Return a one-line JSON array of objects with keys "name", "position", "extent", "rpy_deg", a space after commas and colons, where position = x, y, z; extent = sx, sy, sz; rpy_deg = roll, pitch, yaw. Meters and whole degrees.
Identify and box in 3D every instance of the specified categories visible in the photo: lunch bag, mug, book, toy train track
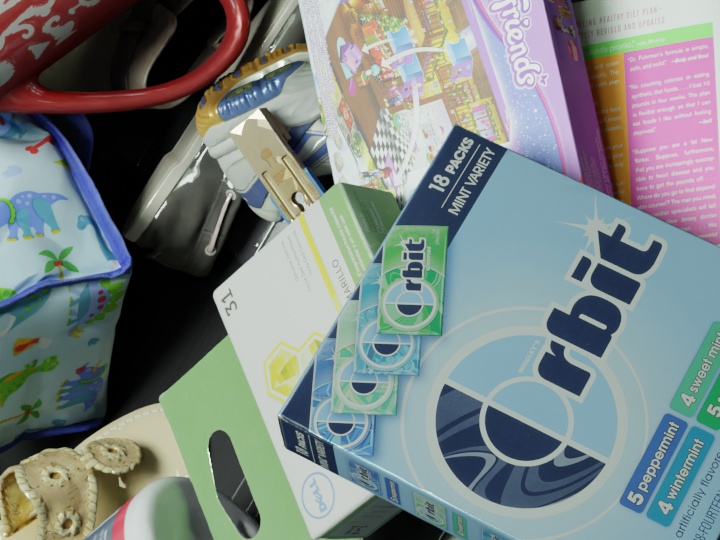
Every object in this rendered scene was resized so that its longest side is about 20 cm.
[{"name": "lunch bag", "position": [-0.218, -0.017, 1.353], "extent": [0.201, 0.127, 0.171], "rpy_deg": [58, 151, 28]}, {"name": "mug", "position": [-0.166, -0.163, 1.257], "extent": [0.200, 0.134, 0.178], "rpy_deg": [-40, 70, -10]}, {"name": "book", "position": [0.135, -0.038, 1.165], "extent": [0.133, 0.048, 0.202], "rpy_deg": [-9, 75, 36]}, {"name": "toy train track", "position": [0.000, 0.000, 1.236], "extent": [0.114, 0.033, 0.201], "rpy_deg": [-37, 85, 19]}]

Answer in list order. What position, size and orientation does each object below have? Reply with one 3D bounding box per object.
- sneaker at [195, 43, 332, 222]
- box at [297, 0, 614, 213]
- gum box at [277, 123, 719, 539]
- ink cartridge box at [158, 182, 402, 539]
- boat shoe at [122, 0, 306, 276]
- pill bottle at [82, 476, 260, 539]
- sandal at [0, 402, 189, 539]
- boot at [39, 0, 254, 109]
[{"name": "sneaker", "position": [0.012, -0.096, 1.271], "extent": [0.199, 0.089, 0.075], "rpy_deg": [-23, 20, 15]}, {"name": "box", "position": [0.052, -0.062, 1.166], "extent": [0.136, 0.039, 0.202], "rpy_deg": [-16, 79, 28]}, {"name": "gum box", "position": [0.090, 0.048, 1.050], "extent": [0.199, 0.045, 0.170], "rpy_deg": [26, 69, 16]}, {"name": "ink cartridge box", "position": [-0.034, 0.072, 1.163], "extent": [0.200, 0.048, 0.146], "rpy_deg": [-40, 61, 32]}, {"name": "boat shoe", "position": [-0.063, -0.087, 1.337], "extent": [0.201, 0.057, 0.067], "rpy_deg": [-55, 16, 9]}, {"name": "pill bottle", "position": [-0.140, 0.215, 1.271], "extent": [0.200, 0.119, 0.120], "rpy_deg": [-41, 57, 25]}, {"name": "sandal", "position": [-0.183, 0.142, 1.311], "extent": [0.211, 0.070, 0.078], "rpy_deg": [-36, 64, 1]}, {"name": "boot", "position": [-0.148, -0.126, 1.381], "extent": [0.201, 0.070, 0.146], "rpy_deg": [-55, 36, 2]}]
